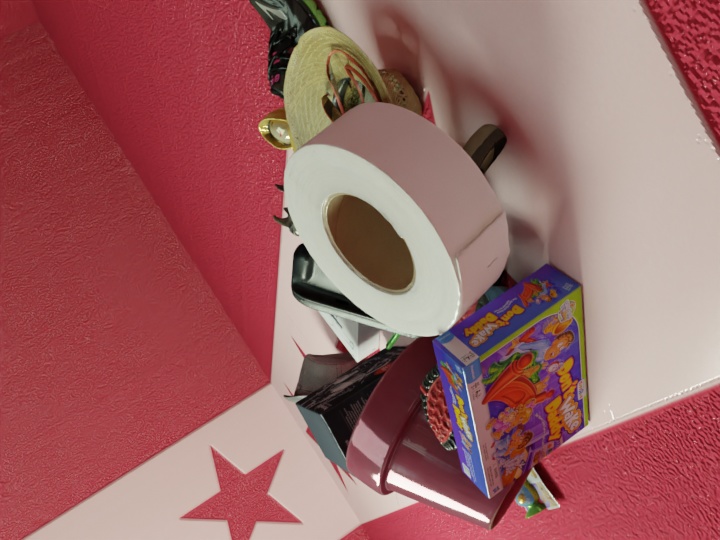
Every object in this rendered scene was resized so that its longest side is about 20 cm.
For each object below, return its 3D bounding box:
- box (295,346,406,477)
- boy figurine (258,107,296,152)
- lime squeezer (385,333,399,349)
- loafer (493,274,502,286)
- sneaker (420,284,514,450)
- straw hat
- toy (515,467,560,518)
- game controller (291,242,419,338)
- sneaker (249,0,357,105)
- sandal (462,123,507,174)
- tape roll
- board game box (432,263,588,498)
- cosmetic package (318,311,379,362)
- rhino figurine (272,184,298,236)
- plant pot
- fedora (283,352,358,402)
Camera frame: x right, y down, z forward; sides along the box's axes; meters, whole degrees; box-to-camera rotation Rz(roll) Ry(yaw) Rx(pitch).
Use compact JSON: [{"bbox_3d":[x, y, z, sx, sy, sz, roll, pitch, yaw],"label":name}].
[{"bbox_3d":[0.019,0.202,1.231,0.104,0.182,0.200,60,164,-3],"label":"box"},{"bbox_3d":[-0.062,-0.163,1.044,0.200,0.064,0.125,41,159,39],"label":"boy figurine"},{"bbox_3d":[0.048,0.037,1.058,0.200,0.070,0.038,72,177,-46],"label":"lime squeezer"},{"bbox_3d":[0.109,0.024,0.864,0.063,0.072,0.200,51,165,45],"label":"loafer"},{"bbox_3d":[0.129,0.103,0.835,0.079,0.095,0.200,54,140,43],"label":"sneaker"},{"bbox_3d":[0.013,-0.150,0.806,0.201,0.085,0.201,39,144,36],"label":"straw hat"},{"bbox_3d":[0.172,0.236,1.083,0.200,0.047,0.115,55,162,11],"label":"toy"},{"bbox_3d":[0.009,0.026,1.020,0.199,0.042,0.105,16,128,7],"label":"game controller"},{"bbox_3d":[-0.070,-0.232,0.903,0.200,0.084,0.077,59,163,-1],"label":"sneaker"},{"bbox_3d":[0.074,-0.078,0.756,0.057,0.080,0.201,34,151,4],"label":"sandal"},{"bbox_3d":[0.028,-0.041,0.714,0.202,0.071,0.203,34,148,25],"label":"tape roll"},{"bbox_3d":[0.148,0.108,0.776,0.045,0.134,0.200,41,157,44],"label":"board game box"},{"bbox_3d":[-0.029,0.043,1.335,0.151,0.052,0.200,49,161,23],"label":"cosmetic package"},{"bbox_3d":[-0.027,-0.093,0.926,0.200,0.060,0.088,-22,87,37],"label":"rhino figurine"},{"bbox_3d":[0.110,0.201,0.975,0.179,0.200,0.200,29,152,22],"label":"plant pot"},{"bbox_3d":[-0.059,0.202,1.570,0.200,0.176,0.091,166,103,-81],"label":"fedora"}]
